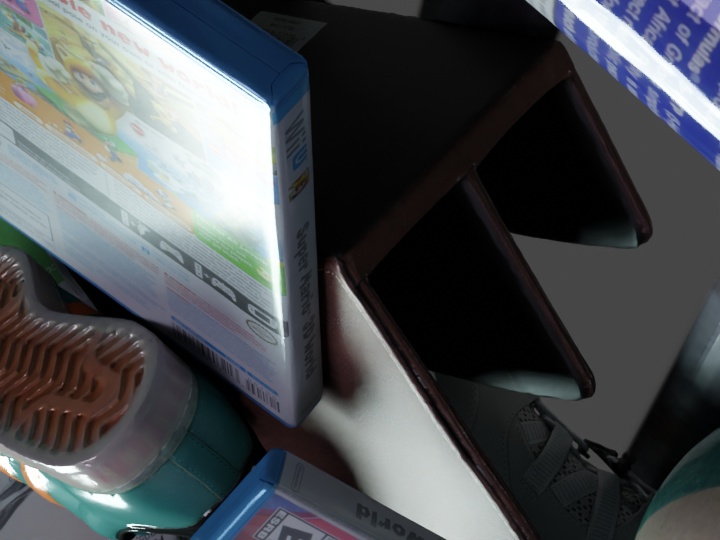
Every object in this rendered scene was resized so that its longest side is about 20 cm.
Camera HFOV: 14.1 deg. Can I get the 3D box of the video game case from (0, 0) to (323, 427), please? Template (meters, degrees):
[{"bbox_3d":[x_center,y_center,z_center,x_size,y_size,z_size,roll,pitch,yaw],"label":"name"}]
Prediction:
[{"bbox_3d":[-0.071,-0.040,0.824,0.143,0.018,0.200,35,159,17],"label":"video game case"}]

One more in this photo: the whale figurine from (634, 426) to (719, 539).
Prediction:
[{"bbox_3d":[0.175,0.096,0.821,0.199,0.104,0.160,7,140,21],"label":"whale figurine"}]

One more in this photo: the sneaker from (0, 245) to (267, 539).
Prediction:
[{"bbox_3d":[-0.093,0.050,0.973,0.080,0.072,0.200,43,171,-29],"label":"sneaker"}]

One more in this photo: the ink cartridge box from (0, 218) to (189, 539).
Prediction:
[{"bbox_3d":[-0.079,0.087,1.082,0.146,0.084,0.201,41,-157,-53],"label":"ink cartridge box"}]

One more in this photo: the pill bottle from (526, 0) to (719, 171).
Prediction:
[{"bbox_3d":[0.122,-0.057,0.597,0.200,0.120,0.120,43,158,11],"label":"pill bottle"}]

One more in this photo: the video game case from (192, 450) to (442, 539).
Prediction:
[{"bbox_3d":[0.022,0.145,0.918,0.199,0.018,0.143,29,131,-14],"label":"video game case"}]

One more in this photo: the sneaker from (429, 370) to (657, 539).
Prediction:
[{"bbox_3d":[0.072,0.086,1.002,0.201,0.082,0.075,64,176,7],"label":"sneaker"}]

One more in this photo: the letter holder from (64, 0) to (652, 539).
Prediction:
[{"bbox_3d":[0.000,0.000,0.943,0.200,0.101,0.143,15,144,52],"label":"letter holder"}]

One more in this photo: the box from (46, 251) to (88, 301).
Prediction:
[{"bbox_3d":[-0.138,-0.077,1.071,0.200,0.039,0.042,53,171,30],"label":"box"}]
